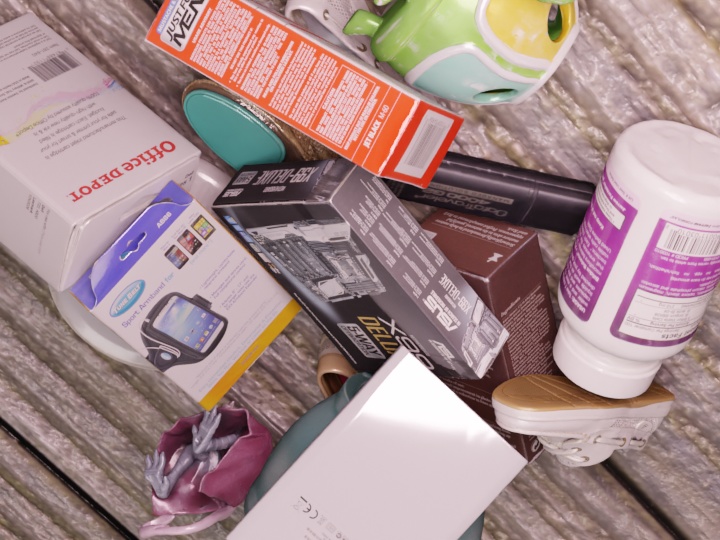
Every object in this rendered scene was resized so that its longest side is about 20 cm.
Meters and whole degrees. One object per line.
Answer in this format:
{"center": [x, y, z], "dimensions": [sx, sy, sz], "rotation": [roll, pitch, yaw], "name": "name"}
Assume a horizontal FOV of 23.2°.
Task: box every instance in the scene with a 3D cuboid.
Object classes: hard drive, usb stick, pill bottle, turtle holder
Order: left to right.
{"center": [0.012, 0.175, 1.344], "dimensions": [0.132, 0.026, 0.200], "rotation": [43, 89, 0], "name": "hard drive"}
{"center": [0.087, -0.065, 1.352], "dimensions": [0.200, 0.033, 0.055], "rotation": [11, 145, -14], "name": "usb stick"}
{"center": [0.090, -0.192, 1.207], "dimensions": [0.132, 0.141, 0.186], "rotation": [37, 132, -9], "name": "turtle holder"}
{"center": [0.215, -0.004, 1.324], "dimensions": [0.112, 0.112, 0.200], "rotation": [21, 125, 4], "name": "pill bottle"}

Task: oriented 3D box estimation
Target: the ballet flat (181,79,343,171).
{"center": [-0.054, -0.093, 1.402], "dimensions": [0.200, 0.065, 0.070], "rotation": [41, 137, -12], "name": "ballet flat"}

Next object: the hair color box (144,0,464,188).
{"center": [-0.038, -0.133, 1.224], "dimensions": [0.200, 0.111, 0.064], "rotation": [33, 99, 18], "name": "hair color box"}

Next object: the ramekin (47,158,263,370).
{"center": [-0.179, -0.002, 1.509], "dimensions": [0.202, 0.094, 0.203], "rotation": [11, 131, 13], "name": "ramekin"}

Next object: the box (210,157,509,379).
{"center": [0.000, 0.000, 1.356], "dimensions": [0.158, 0.050, 0.200], "rotation": [2, 139, 52], "name": "box"}

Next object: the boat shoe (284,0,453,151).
{"center": [0.000, -0.136, 1.341], "dimensions": [0.071, 0.069, 0.200], "rotation": [-20, 119, 34], "name": "boat shoe"}

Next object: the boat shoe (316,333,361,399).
{"center": [0.013, 0.140, 1.570], "dimensions": [0.074, 0.069, 0.200], "rotation": [-14, 122, 31], "name": "boat shoe"}

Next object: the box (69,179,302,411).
{"center": [-0.141, 0.017, 1.391], "dimensions": [0.041, 0.119, 0.200], "rotation": [38, 173, 43], "name": "box"}

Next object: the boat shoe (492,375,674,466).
{"center": [0.177, 0.126, 1.404], "dimensions": [0.071, 0.200, 0.069], "rotation": [28, 108, 44], "name": "boat shoe"}

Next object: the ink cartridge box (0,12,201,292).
{"center": [-0.249, -0.096, 1.381], "dimensions": [0.200, 0.145, 0.084], "rotation": [39, 135, 16], "name": "ink cartridge box"}

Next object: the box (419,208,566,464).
{"center": [0.104, 0.053, 1.439], "dimensions": [0.100, 0.075, 0.200], "rotation": [21, 140, 39], "name": "box"}

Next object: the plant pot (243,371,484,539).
{"center": [0.019, 0.168, 1.440], "dimensions": [0.200, 0.200, 0.134], "rotation": [23, 111, 2], "name": "plant pot"}

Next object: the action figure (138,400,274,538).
{"center": [-0.091, 0.188, 1.599], "dimensions": [0.134, 0.149, 0.200], "rotation": [-5, 159, 36], "name": "action figure"}
